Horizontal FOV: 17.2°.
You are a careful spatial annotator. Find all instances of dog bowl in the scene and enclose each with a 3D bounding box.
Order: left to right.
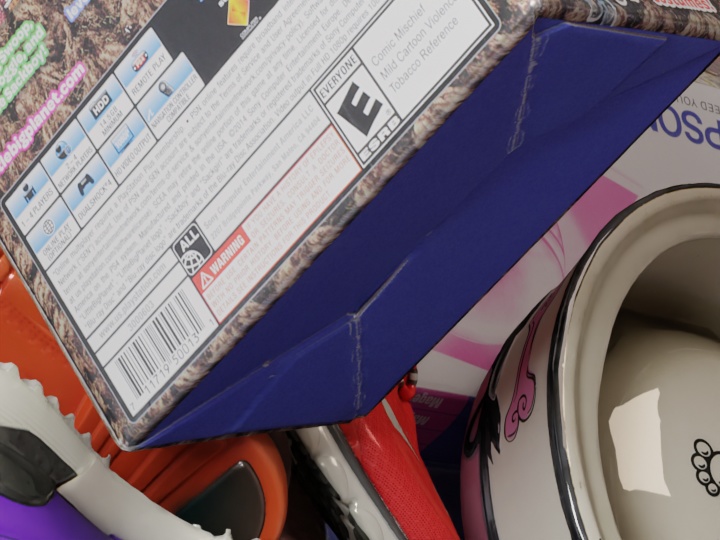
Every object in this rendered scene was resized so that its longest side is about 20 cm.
[{"bbox_3d":[0.116,0.078,0.757,0.199,0.074,0.202,18,58,-32],"label":"dog bowl"}]

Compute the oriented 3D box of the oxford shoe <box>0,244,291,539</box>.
[{"bbox_3d":[-0.104,0.011,0.648,0.200,0.071,0.073,40,15,-8],"label":"oxford shoe"}]

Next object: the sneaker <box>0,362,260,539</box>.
[{"bbox_3d":[-0.065,0.105,0.574,0.200,0.069,0.100,37,46,-33],"label":"sneaker"}]

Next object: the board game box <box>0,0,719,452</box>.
[{"bbox_3d":[-0.032,-0.083,0.610,0.097,0.159,0.201,-2,53,-53],"label":"board game box"}]

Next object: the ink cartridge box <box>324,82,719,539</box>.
[{"bbox_3d":[0.069,0.015,0.828,0.195,0.043,0.202,11,63,-35],"label":"ink cartridge box"}]

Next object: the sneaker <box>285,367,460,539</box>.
[{"bbox_3d":[0.000,0.000,0.721,0.077,0.084,0.201,80,-9,-69],"label":"sneaker"}]
